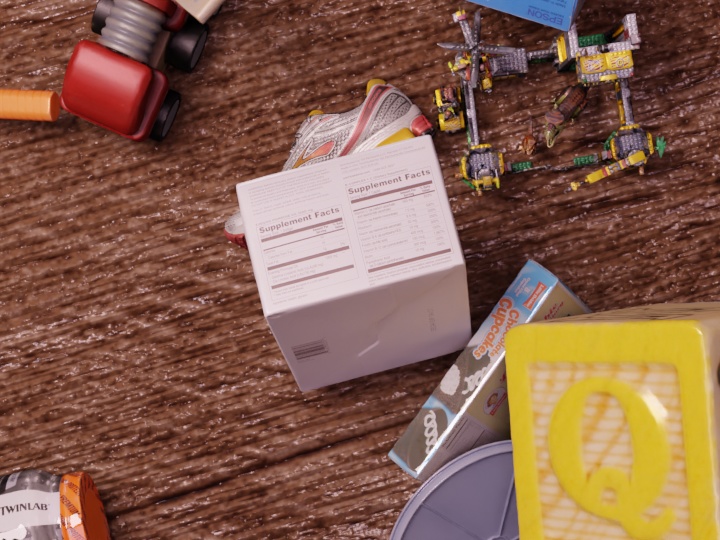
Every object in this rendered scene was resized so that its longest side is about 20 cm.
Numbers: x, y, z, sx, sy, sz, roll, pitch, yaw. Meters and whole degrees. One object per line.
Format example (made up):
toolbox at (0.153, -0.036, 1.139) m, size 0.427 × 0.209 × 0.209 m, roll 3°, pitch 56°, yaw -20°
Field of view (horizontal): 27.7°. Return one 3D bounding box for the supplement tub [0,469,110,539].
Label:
supplement tub at (-0.317, 0.240, 1.230) m, size 0.198 × 0.123 × 0.124 m, roll -15°, pitch 90°, yaw 1°

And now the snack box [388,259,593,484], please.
snack box at (0.115, 0.097, 1.232) m, size 0.037 × 0.116 × 0.201 m, roll 36°, pitch 90°, yaw 33°

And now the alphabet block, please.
alphabet block at (0.253, 0.126, 1.154) m, size 0.199 × 0.195 × 0.197 m, roll -4°, pitch 89°, yaw -43°

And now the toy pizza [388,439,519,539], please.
toy pizza at (0.109, 0.229, 1.242) m, size 0.198 × 0.032 × 0.202 m, roll -9°, pitch 116°, yaw -19°

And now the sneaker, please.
sneaker at (-0.035, -0.087, 1.260) m, size 0.199 × 0.078 × 0.082 m, roll -35°, pitch 76°, yaw -3°

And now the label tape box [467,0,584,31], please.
label tape box at (0.143, -0.299, 1.230) m, size 0.143 × 0.064 × 0.201 m, roll 19°, pitch 49°, yaw 12°

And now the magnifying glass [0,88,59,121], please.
magnifying glass at (-0.351, -0.145, 1.253) m, size 0.198 × 0.022 × 0.080 m, roll 4°, pitch 94°, yaw 15°

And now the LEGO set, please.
LEGO set at (0.162, -0.141, 1.228) m, size 0.198 × 0.116 × 0.155 m, roll 0°, pitch 90°, yaw 0°

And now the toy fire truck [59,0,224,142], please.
toy fire truck at (-0.170, -0.196, 1.188) m, size 0.128 × 0.200 × 0.177 m, roll 24°, pitch 90°, yaw 0°

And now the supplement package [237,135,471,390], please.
supplement package at (0.000, 0.000, 1.172) m, size 0.154 × 0.200 × 0.112 m, roll -14°, pitch 68°, yaw 0°
